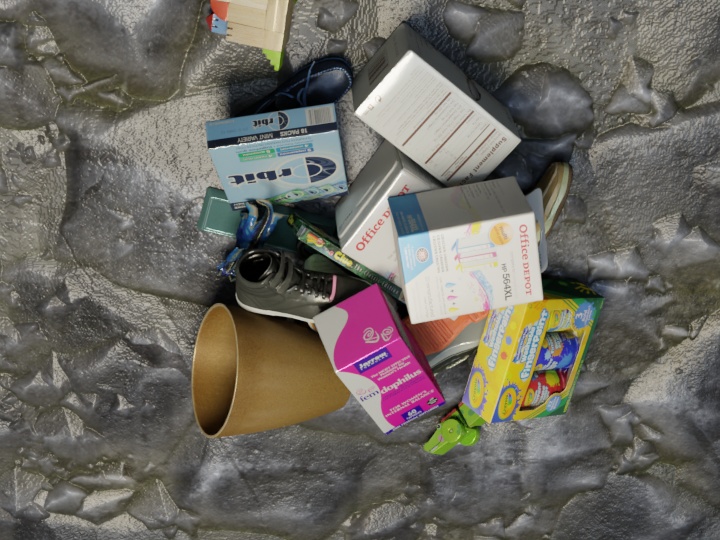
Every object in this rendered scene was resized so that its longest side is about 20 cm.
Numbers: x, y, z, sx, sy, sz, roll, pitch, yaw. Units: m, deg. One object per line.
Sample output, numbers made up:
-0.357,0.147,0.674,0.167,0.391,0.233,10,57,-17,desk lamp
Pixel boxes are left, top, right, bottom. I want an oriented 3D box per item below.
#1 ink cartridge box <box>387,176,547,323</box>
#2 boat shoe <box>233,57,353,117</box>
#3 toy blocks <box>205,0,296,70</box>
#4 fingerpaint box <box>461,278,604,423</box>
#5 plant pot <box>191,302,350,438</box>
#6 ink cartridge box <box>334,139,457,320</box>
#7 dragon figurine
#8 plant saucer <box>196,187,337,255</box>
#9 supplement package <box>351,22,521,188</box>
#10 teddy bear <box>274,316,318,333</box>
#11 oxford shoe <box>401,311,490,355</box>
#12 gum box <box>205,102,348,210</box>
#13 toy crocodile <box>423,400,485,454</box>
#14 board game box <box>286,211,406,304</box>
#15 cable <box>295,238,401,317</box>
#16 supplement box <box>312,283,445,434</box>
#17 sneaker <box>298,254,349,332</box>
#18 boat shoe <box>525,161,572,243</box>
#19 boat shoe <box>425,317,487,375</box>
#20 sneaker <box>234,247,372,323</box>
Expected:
0.146,-0.031,1.551,0.199,0.125,0.129,-11,116,0,ink cartridge box
-0.093,-0.211,1.635,0.200,0.069,0.084,-35,115,15,boat shoe
-0.152,-0.372,1.540,0.136,0.100,0.201,12,117,3,toy blocks
0.257,0.118,1.783,0.166,0.073,0.201,0,114,-38,fingerpaint box
-0.117,0.148,1.713,0.199,0.187,0.187,6,120,-26,plant pot
0.086,-0.063,1.682,0.199,0.146,0.147,32,110,-19,ink cartridge box
-0.150,-0.036,1.670,0.059,0.200,0.100,18,75,-15,dragon figurine
-0.133,-0.064,1.744,0.199,0.019,0.070,14,117,-10,plant saucer
0.099,-0.214,1.618,0.200,0.117,0.117,36,111,-21,supplement package
-0.114,0.089,1.810,0.144,0.067,0.201,-17,112,0,teddy bear
0.121,0.065,1.798,0.199,0.073,0.071,-28,113,12,oxford shoe
-0.107,-0.149,1.618,0.169,0.045,0.200,-9,159,1,gum box
0.178,0.225,1.901,0.200,0.062,0.067,-43,149,24,toy crocodile
-0.010,-0.014,1.688,0.199,0.105,0.024,32,98,-20,board game box
0.000,0.000,1.759,0.097,0.050,0.200,-42,123,19,cable
0.028,0.123,1.641,0.101,0.104,0.200,-28,140,5,supplement box
-0.021,0.061,1.742,0.200,0.079,0.079,40,124,-15,sneaker
0.237,-0.075,1.736,0.076,0.072,0.201,23,116,-2,boat shoe
0.137,0.109,1.835,0.199,0.071,0.064,-28,150,3,boat shoe
-0.081,0.019,1.622,0.199,0.071,0.099,3,153,9,sneaker
